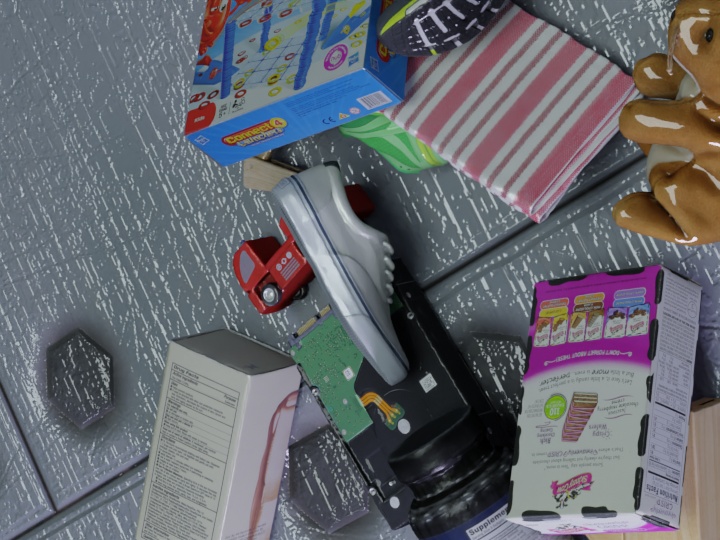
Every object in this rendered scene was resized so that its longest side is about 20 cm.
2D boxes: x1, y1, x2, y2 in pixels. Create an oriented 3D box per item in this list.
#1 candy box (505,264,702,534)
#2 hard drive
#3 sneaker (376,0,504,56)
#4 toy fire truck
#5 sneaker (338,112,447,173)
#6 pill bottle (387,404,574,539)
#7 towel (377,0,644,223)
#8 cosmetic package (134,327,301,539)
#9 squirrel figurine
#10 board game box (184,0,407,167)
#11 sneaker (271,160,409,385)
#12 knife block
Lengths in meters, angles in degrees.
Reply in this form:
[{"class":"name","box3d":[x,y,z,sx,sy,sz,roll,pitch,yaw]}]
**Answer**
[{"class":"candy box","box3d":[0.194,0.105,1.655,0.136,0.061,0.202,-9,66,46]},{"class":"hard drive","box3d":[0.032,0.108,1.837,0.140,0.038,0.201,-40,75,31]},{"class":"sneaker","box3d":[0.087,-0.253,1.684,0.200,0.074,0.081,-41,54,-4]},{"class":"toy fire truck","box3d":[-0.062,-0.073,1.868,0.200,0.049,0.141,-47,70,30]},{"class":"sneaker","box3d":[0.065,-0.124,1.773,0.199,0.074,0.084,19,146,20]},{"class":"pill bottle","box3d":[0.109,0.218,1.729,0.111,0.112,0.201,-29,96,33]},{"class":"towel","box3d":[0.115,-0.141,1.707,0.200,0.030,0.146,36,76,27]},{"class":"cosmetic package","box3d":[-0.130,0.166,1.925,0.103,0.087,0.202,23,110,31]},{"class":"squirrel figurine","box3d":[0.295,-0.118,1.555,0.199,0.142,0.188,20,127,12]},{"class":"board game box","box3d":[-0.048,-0.208,1.775,0.199,0.056,0.197,-18,52,34]},{"class":"sneaker","box3d":[0.000,0.000,1.780,0.070,0.073,0.201,-29,97,-6]},{"class":"knife block","box3d":[0.268,0.228,1.679,0.176,0.064,0.200,47,119,19]}]
